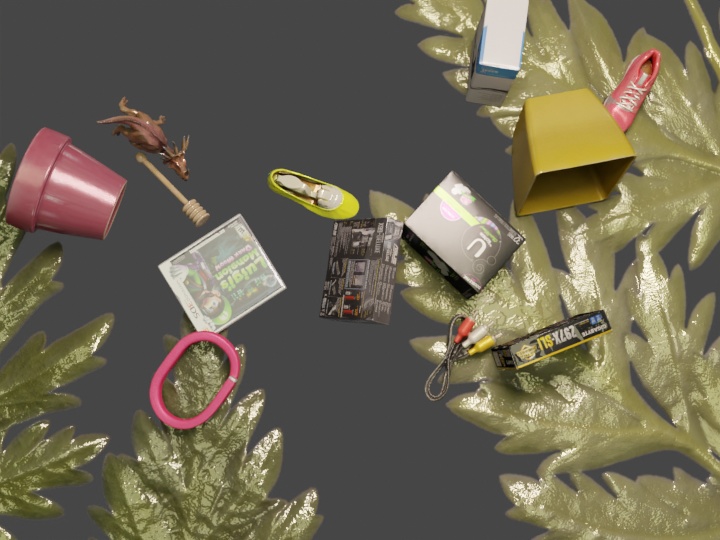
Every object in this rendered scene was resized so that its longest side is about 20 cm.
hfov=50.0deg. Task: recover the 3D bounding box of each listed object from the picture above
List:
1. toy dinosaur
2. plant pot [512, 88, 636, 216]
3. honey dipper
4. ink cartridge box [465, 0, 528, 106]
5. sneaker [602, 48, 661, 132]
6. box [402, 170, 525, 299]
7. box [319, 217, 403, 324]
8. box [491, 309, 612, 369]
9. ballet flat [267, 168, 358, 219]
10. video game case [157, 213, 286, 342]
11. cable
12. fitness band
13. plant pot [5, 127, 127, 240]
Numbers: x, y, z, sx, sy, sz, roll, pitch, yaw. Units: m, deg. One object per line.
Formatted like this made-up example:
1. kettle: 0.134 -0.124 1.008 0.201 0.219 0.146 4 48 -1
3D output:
1. toy dinosaur: -0.413 -0.265 1.524 0.135 0.200 0.086 36 95 33
2. plant pot: 0.402 -0.245 1.545 0.197 0.200 0.178 -11 72 -4
3. honey dipper: -0.388 -0.171 1.575 0.038 0.038 0.200 -44 84 -7
4. ink cartridge box: 0.271 -0.437 1.555 0.083 0.200 0.147 8 82 1
5. sneaker: 0.567 -0.379 1.615 0.073 0.087 0.202 27 82 3
6. box: 0.198 -0.068 1.539 0.200 0.124 0.149 42 82 3
7. box: 0.000 0.000 1.509 0.049 0.157 0.203 16 78 -42
8. box: 0.366 0.135 1.499 0.198 0.160 0.050 -21 83 -6
9. ballet flat: -0.098 -0.157 1.569 0.198 0.067 0.068 21 81 1
10. video game case: -0.279 0.014 1.560 0.199 0.023 0.183 -33 85 -6
11. cable: 0.186 0.165 1.542 0.097 0.050 0.200 43 81 5
12. fitness band: -0.325 0.215 1.514 0.143 0.037 0.201 37 90 2
13. plant pot: -0.561 -0.150 1.499 0.177 0.200 0.202 22 81 -15
